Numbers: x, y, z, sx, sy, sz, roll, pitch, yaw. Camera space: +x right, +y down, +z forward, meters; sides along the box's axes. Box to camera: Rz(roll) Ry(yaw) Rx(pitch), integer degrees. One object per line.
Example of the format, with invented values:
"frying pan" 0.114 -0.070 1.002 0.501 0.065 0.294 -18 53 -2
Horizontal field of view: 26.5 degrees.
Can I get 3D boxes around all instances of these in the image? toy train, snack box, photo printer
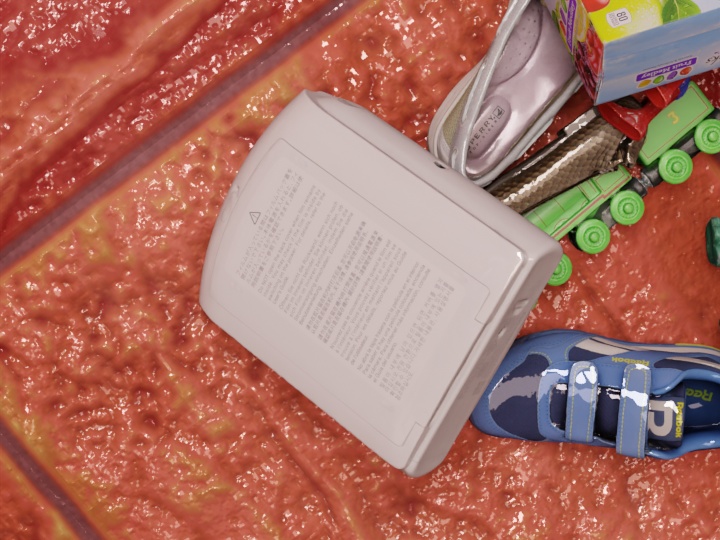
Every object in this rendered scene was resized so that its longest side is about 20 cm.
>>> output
"toy train" 0.152 -0.048 0.992 0.200 0.042 0.056 -40 97 2
"snack box" 0.177 -0.212 0.882 0.168 0.068 0.201 -16 63 -5
"photo printer" 0.000 0.000 0.913 0.200 0.069 0.167 36 109 23

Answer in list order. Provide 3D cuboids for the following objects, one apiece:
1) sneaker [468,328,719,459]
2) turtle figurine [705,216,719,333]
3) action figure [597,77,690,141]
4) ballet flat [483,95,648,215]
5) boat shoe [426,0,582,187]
"sneaker" 0.169 0.083 1.004 0.199 0.082 0.074 -1 106 -9
"turtle figurine" 0.333 -0.001 1.001 0.199 0.101 0.151 -10 71 6
"action figure" 0.203 -0.178 0.941 0.099 0.065 0.200 46 62 7
"ballet flat" 0.098 -0.038 0.956 0.200 0.067 0.046 -38 91 5
"boat shoe" 0.115 -0.138 0.948 0.074 0.065 0.202 36 96 -16
